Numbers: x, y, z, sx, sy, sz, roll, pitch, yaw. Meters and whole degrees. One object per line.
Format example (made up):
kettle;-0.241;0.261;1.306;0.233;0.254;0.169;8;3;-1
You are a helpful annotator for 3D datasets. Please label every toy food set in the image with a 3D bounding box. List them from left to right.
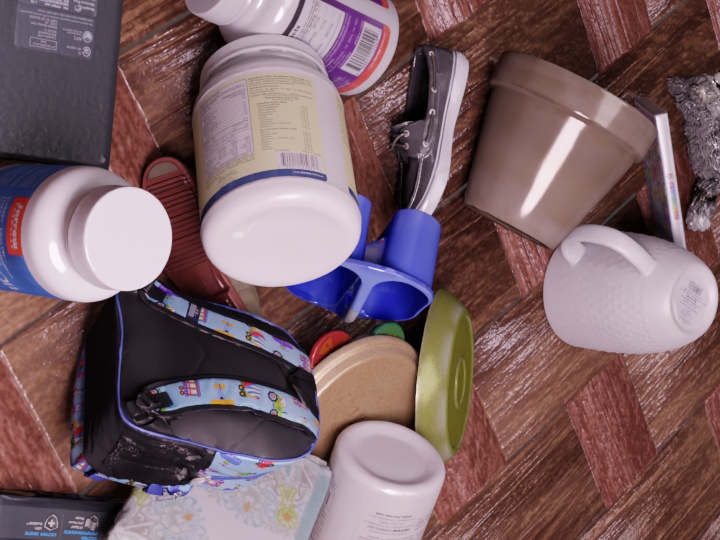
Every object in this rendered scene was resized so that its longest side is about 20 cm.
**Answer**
toy food set;-0.014;0.143;1.477;0.200;0.049;0.198;-49;141;-3

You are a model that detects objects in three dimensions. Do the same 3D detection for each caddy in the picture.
caddy;0.000;0.000;1.427;0.141;0.200;0.105;14;75;-7

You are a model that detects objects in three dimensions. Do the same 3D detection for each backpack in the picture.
backpack;-0.142;0.115;1.283;0.200;0.135;0.183;17;42;-27

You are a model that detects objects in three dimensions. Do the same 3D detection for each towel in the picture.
towel;-0.128;0.221;1.339;0.171;0.048;0.200;30;44;-7

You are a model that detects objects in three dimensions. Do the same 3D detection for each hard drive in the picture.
hard drive;-0.276;-0.193;1.262;0.139;0.033;0.200;5;90;-43

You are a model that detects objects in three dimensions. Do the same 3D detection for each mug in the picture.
mug;0.317;0.013;1.717;0.200;0.175;0.148;45;68;-31

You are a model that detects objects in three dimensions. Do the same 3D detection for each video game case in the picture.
video game case;0.378;-0.110;1.811;0.018;0.143;0.200;-11;105;3

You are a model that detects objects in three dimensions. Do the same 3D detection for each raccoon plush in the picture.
raccoon plush;0.448;-0.163;1.891;0.134;0.097;0.200;21;79;-33

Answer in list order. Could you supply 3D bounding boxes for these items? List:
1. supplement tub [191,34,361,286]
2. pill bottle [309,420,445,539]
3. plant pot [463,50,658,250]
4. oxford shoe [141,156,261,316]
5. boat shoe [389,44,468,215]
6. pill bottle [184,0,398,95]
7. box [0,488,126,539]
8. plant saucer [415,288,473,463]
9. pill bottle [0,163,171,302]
supplement tub;-0.081;-0.103;1.324;0.145;0.145;0.200;27;42;-40
pill bottle;0.004;0.261;1.457;0.114;0.114;0.200;-11;131;-41
plant pot;0.207;-0.125;1.624;0.200;0.200;0.174;27;92;-40
oxford shoe;-0.151;-0.020;1.383;0.075;0.070;0.200;-51;126;-64
boat shoe;0.063;-0.150;1.557;0.066;0.070;0.200;18;84;-24
pill bottle;-0.068;-0.251;1.395;0.200;0.111;0.112;19;81;-41
box;-0.268;0.282;1.298;0.200;0.046;0.159;15;83;-42
plant saucer;0.095;0.120;1.556;0.200;0.031;0.200;4;90;-75
pill bottle;-0.246;-0.032;1.190;0.112;0.200;0.112;-3;95;-42
